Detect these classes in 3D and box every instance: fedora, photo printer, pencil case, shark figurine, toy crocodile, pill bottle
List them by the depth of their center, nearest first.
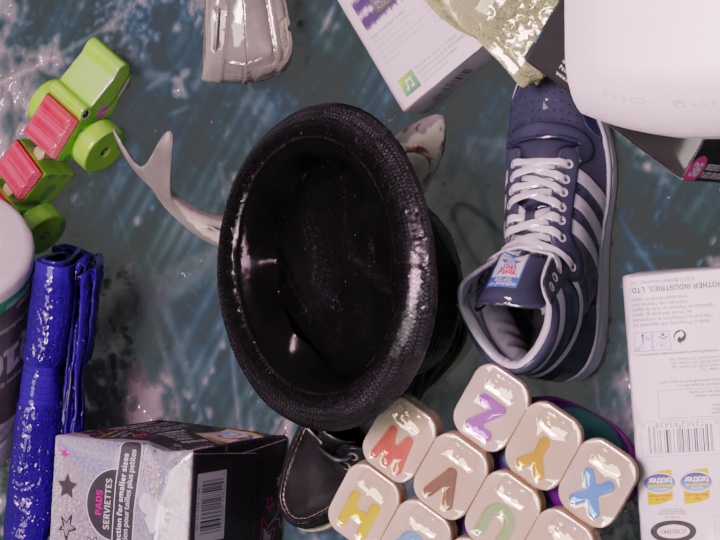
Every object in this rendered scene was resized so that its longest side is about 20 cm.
[{"bbox_3d":[0.186,-0.171,1.261,0.165,0.069,0.202,1,90,30],"label":"photo printer"},{"bbox_3d":[0.000,0.000,1.470,0.200,0.091,0.202,-7,80,42],"label":"fedora"},{"bbox_3d":[0.093,0.181,1.488,0.092,0.085,0.201,36,109,15],"label":"pencil case"},{"bbox_3d":[-0.053,-0.040,1.562,0.213,0.090,0.129,-2,107,-10],"label":"shark figurine"},{"bbox_3d":[-0.283,0.049,1.653,0.113,0.113,0.201,38,142,25],"label":"pill bottle"},{"bbox_3d":[-0.228,-0.075,1.689,0.068,0.062,0.200,45,111,22],"label":"toy crocodile"}]

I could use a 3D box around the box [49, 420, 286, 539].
[{"bbox_3d":[-0.133,0.208,1.595,0.114,0.132,0.202,4,93,28],"label":"box"}]

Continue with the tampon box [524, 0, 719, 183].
[{"bbox_3d":[0.219,-0.166,1.369,0.126,0.150,0.201,40,110,24],"label":"tampon box"}]

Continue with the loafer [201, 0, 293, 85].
[{"bbox_3d":[-0.095,-0.224,1.596,0.069,0.070,0.202,-11,84,-8],"label":"loafer"}]

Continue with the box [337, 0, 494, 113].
[{"bbox_3d":[0.038,-0.224,1.545,0.144,0.036,0.201,-37,74,26],"label":"box"}]

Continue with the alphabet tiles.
[{"bbox_3d":[0.076,0.166,1.440,0.199,0.015,0.196,35,109,19],"label":"alphabet tiles"}]

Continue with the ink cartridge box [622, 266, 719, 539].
[{"bbox_3d":[0.233,0.096,1.408,0.136,0.076,0.202,-5,87,31],"label":"ink cartridge box"}]

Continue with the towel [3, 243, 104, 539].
[{"bbox_3d":[-0.206,0.085,1.645,0.049,0.148,0.202,8,95,-1],"label":"towel"}]

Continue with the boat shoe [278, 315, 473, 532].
[{"bbox_3d":[-0.002,0.093,1.554,0.200,0.066,0.075,-49,68,22],"label":"boat shoe"}]

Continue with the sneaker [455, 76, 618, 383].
[{"bbox_3d":[0.107,-0.030,1.463,0.070,0.108,0.202,-3,89,30],"label":"sneaker"}]

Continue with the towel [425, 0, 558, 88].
[{"bbox_3d":[0.119,-0.226,1.454,0.148,0.036,0.200,41,98,1],"label":"towel"}]
